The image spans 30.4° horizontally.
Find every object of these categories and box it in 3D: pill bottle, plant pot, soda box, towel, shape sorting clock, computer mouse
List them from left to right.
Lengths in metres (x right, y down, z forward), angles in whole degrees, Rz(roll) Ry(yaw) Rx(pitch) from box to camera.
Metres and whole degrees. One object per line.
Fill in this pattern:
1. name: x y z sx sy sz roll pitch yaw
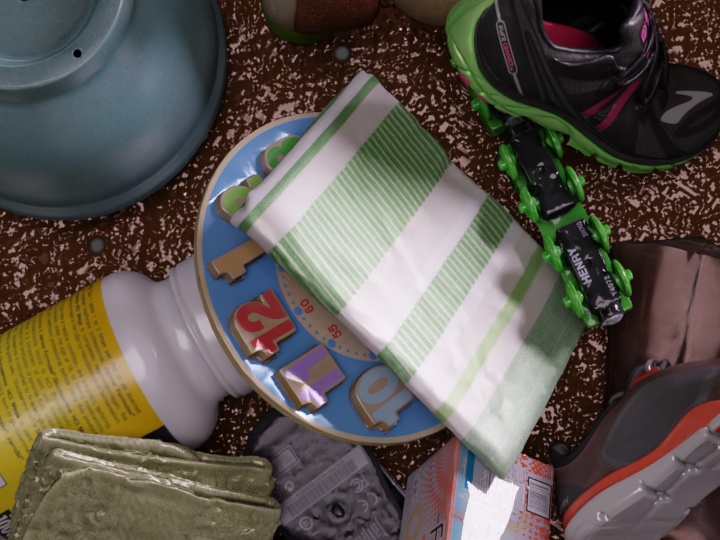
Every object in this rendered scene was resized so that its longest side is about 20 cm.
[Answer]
1. plant pot: -0.180 -0.141 0.760 0.197 0.134 0.203 0 80 -1
2. pill bottle: -0.155 0.072 0.769 0.198 0.112 0.113 -29 82 2
3. towel: -0.137 0.183 0.745 0.147 0.037 0.202 15 108 -20
4. computer mouse: -0.015 0.182 0.782 0.140 0.046 0.200 -41 89 2
5. shape sorting clock: 0.000 0.000 0.755 0.198 0.039 0.203 9 67 -22
6. towel: 0.036 -0.003 0.740 0.200 0.023 0.153 44 47 -7
7. soda box: 0.053 0.190 0.690 0.063 0.068 0.202 22 52 -14

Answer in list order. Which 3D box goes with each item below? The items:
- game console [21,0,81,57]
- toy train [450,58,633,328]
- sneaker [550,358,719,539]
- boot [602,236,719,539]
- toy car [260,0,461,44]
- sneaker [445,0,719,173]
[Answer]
1. game console: -0.238 -0.187 0.847 0.176 0.031 0.201 -34 82 2
2. toy train: 0.104 -0.055 0.775 0.041 0.056 0.202 -23 72 1
3. sneaker: 0.175 0.069 0.700 0.199 0.077 0.082 -38 46 18
4. boot: 0.222 0.082 0.760 0.184 0.064 0.203 11 81 9
5. toy car: 0.045 -0.206 0.764 0.197 0.164 0.160 7 85 -3
6. sneaker: 0.141 -0.113 0.739 0.198 0.084 0.078 12 54 -34
